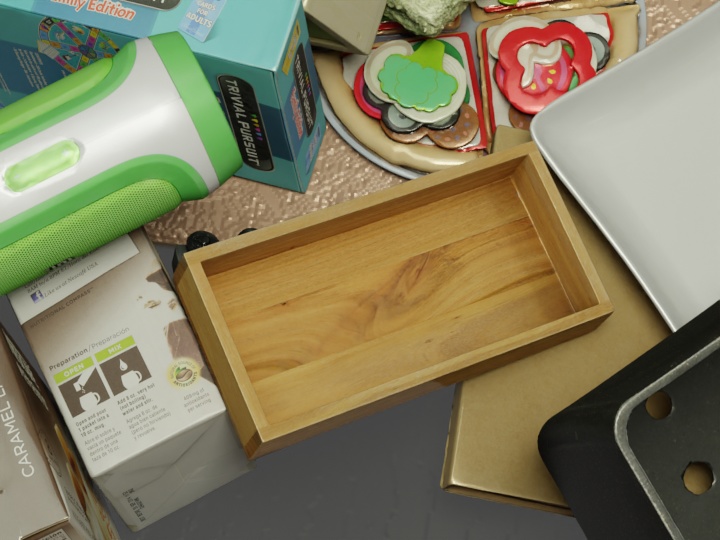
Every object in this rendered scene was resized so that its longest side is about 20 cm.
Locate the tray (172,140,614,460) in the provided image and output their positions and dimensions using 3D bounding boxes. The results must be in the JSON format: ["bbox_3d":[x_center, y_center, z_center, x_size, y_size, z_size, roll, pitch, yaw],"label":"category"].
[{"bbox_3d":[0.017,0.013,0.985,0.199,0.037,0.099,-18,75,-23],"label":"tray"}]

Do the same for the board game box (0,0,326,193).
[{"bbox_3d":[-0.124,-0.115,1.068,0.198,0.151,0.047,14,70,9],"label":"board game box"}]

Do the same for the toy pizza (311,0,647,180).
[{"bbox_3d":[0.063,-0.142,1.127,0.198,0.032,0.202,-2,69,4],"label":"toy pizza"}]

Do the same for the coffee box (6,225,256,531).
[{"bbox_3d":[-0.136,0.020,1.039,0.079,0.113,0.201,-27,70,-6],"label":"coffee box"}]

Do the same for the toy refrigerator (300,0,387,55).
[{"bbox_3d":[-0.086,-0.172,1.090,0.199,0.076,0.071,16,84,30],"label":"toy refrigerator"}]

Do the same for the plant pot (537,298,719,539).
[{"bbox_3d":[0.193,0.098,0.897,0.199,0.177,0.200,-33,97,-19],"label":"plant pot"}]

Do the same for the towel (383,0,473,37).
[{"bbox_3d":[0.019,-0.224,1.136,0.148,0.037,0.200,-41,58,-13],"label":"towel"}]

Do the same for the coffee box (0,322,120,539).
[{"bbox_3d":[-0.173,0.110,0.960,0.079,0.200,0.115,-24,69,-5],"label":"coffee box"}]

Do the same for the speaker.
[{"bbox_3d":[-0.160,-0.038,0.953,0.199,0.089,0.089,-27,69,-5],"label":"speaker"}]

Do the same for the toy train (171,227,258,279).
[{"bbox_3d":[0.000,0.000,1.049,0.198,0.034,0.046,-3,53,-16],"label":"toy train"}]

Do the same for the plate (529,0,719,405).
[{"bbox_3d":[0.215,-0.041,1.053,0.199,0.032,0.201,-32,81,-18],"label":"plate"}]

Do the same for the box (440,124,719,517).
[{"bbox_3d":[0.134,0.032,1.041,0.162,0.021,0.202,11,70,-7],"label":"box"}]
